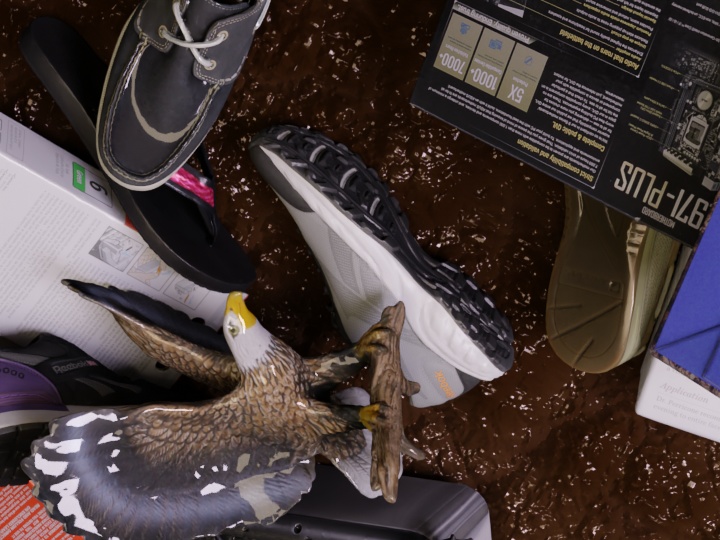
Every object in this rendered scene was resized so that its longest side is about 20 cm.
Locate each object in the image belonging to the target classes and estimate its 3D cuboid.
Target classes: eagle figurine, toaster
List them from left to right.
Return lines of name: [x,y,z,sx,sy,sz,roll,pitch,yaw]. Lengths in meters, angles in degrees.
eagle figurine: [-0.070,0.069,0.969,0.199,0.152,0.152,-7,97,13]
toaster: [-0.012,0.216,1.043,0.199,0.119,0.182,4,103,21]

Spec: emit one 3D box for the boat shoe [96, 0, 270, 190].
boat shoe: [-0.092,-0.138,0.959,0.072,0.068,0.201,28,92,-3]

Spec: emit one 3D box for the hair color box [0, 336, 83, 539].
hair color box: [-0.192,0.133,1.076,0.064,0.111,0.200,-39,97,21]

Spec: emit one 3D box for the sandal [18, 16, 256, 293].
sandal: [-0.123,-0.071,1.015,0.045,0.075,0.200,-34,96,20]

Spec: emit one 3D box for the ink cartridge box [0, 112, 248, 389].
ink cartridge box: [-0.179,-0.006,1.049,0.200,0.050,0.109,30,113,-27]

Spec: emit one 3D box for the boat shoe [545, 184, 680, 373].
boat shoe: [0.157,-0.042,0.981,0.073,0.063,0.202,17,106,33]

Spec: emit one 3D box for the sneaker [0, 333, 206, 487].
sneaker: [-0.159,0.073,1.036,0.076,0.199,0.088,-46,55,29]

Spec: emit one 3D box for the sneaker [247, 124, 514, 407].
sneaker: [0.000,0.000,1.015,0.079,0.074,0.200,-38,97,25]

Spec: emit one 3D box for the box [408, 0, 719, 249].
box: [0.149,-0.119,0.890,0.200,0.086,0.164,29,108,29]

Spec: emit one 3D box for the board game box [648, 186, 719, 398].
board game box: [0.259,-0.003,0.834,0.097,0.199,0.160,34,108,42]

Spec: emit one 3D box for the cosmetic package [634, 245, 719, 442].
cosmetic package: [0.229,-0.003,0.966,0.101,0.074,0.201,19,108,5]
